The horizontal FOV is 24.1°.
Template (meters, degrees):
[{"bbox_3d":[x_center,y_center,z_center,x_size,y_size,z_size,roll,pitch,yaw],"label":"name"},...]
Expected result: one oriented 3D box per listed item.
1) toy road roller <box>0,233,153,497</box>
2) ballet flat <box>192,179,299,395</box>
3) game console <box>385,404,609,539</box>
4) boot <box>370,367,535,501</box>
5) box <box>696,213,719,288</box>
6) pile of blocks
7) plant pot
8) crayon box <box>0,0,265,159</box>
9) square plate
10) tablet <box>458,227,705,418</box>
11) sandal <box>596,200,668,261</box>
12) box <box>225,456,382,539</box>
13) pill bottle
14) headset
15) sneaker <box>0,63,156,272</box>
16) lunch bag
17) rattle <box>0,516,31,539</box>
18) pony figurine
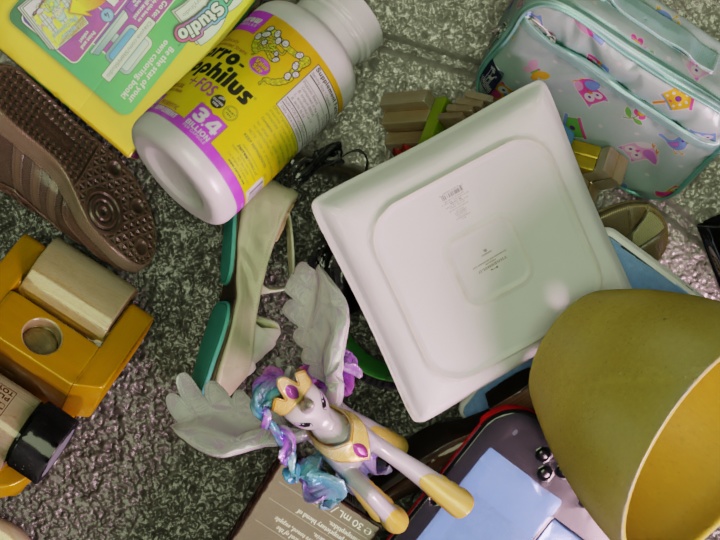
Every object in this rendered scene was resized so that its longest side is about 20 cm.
[{"bbox_3d":[-0.267,0.087,1.329,0.122,0.146,0.201,33,54,-1],"label":"toy road roller"},{"bbox_3d":[-0.087,0.023,1.344,0.069,0.069,0.202,11,91,-1],"label":"ballet flat"},{"bbox_3d":[0.117,0.221,1.307,0.176,0.031,0.200,38,97,-7],"label":"game console"},{"bbox_3d":[0.125,0.203,1.353,0.186,0.064,0.201,-32,103,17],"label":"boot"},{"bbox_3d":[0.379,-0.033,1.294,0.198,0.164,0.087,-22,92,1],"label":"box"},{"bbox_3d":[0.102,-0.086,1.300,0.198,0.082,0.063,13,65,17],"label":"pile of blocks"},{"bbox_3d":[0.207,0.092,1.232,0.142,0.200,0.201,37,91,35],"label":"plant pot"},{"bbox_3d":[-0.183,-0.220,1.336,0.172,0.058,0.200,40,91,-3],"label":"crayon box"},{"bbox_3d":[0.091,-0.010,1.259,0.199,0.028,0.199,-28,110,-6],"label":"square plate"},{"bbox_3d":[0.184,0.076,1.339,0.130,0.014,0.201,36,111,-4],"label":"tablet"},{"bbox_3d":[0.146,-0.010,1.345,0.198,0.054,0.081,-19,116,5],"label":"sandal"},{"bbox_3d":[-0.075,0.255,1.344,0.100,0.075,0.201,32,93,-1],"label":"box"},{"bbox_3d":[-0.075,-0.137,1.304,0.104,0.104,0.200,45,72,-2],"label":"pill bottle"},{"bbox_3d":[0.000,0.000,1.307,0.123,0.094,0.202,-8,103,38],"label":"headset"},{"bbox_3d":[-0.244,-0.076,1.343,0.075,0.071,0.200,-23,112,42],"label":"sneaker"},{"bbox_3d":[0.190,-0.147,1.285,0.199,0.160,0.077,31,63,-5],"label":"lunch bag"},{"bbox_3d":[-0.284,0.274,1.313,0.200,0.143,0.130,43,72,4],"label":"rattle"},{"bbox_3d":[-0.029,0.106,1.250,0.167,0.193,0.200,-49,124,-3],"label":"pony figurine"}]
